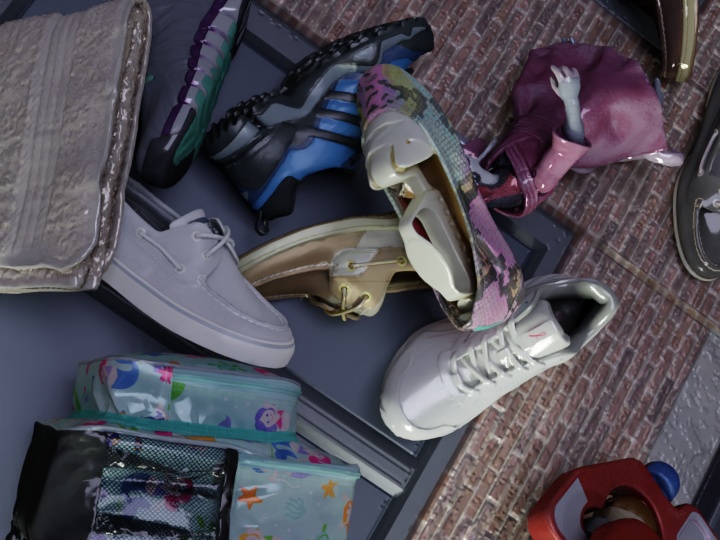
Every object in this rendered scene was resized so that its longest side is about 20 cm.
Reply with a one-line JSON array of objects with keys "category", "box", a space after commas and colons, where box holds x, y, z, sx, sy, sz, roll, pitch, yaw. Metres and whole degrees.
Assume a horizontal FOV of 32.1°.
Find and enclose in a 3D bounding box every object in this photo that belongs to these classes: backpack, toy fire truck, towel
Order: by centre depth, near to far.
[{"category": "backpack", "box": [-0.102, 0.130, 0.783, 0.200, 0.177, 0.151, 17, 79, -18]}, {"category": "towel", "box": [-0.207, -0.081, 0.825, 0.034, 0.132, 0.200, 29, 63, -56]}, {"category": "toy fire truck", "box": [0.208, 0.226, 0.912, 0.200, 0.112, 0.168, 55, 45, -2]}]

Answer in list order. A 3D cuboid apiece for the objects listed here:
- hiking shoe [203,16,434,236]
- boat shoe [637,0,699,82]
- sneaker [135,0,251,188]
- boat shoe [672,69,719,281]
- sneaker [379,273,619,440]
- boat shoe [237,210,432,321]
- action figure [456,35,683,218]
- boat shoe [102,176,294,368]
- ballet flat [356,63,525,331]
[{"category": "hiking shoe", "box": [-0.020, -0.115, 0.925, 0.200, 0.074, 0.087, -36, 109, -17]}, {"category": "boat shoe", "box": [0.239, -0.253, 1.039, 0.072, 0.072, 0.200, -5, 91, 11]}, {"category": "sneaker", "box": [-0.140, -0.140, 0.872, 0.087, 0.074, 0.200, 17, 49, -3]}, {"category": "boat shoe", "box": [0.305, -0.091, 1.024, 0.067, 0.057, 0.200, 20, 73, -13]}, {"category": "sneaker", "box": [0.102, 0.053, 0.904, 0.200, 0.099, 0.078, -33, 90, -21]}, {"category": "boat shoe", "box": [0.000, 0.000, 0.896, 0.200, 0.074, 0.067, -13, 78, -20]}, {"category": "action figure", "box": [0.133, -0.091, 0.948, 0.200, 0.134, 0.149, -46, 122, -30]}, {"category": "boat shoe", "box": [-0.120, -0.010, 0.833, 0.200, 0.072, 0.069, 35, 106, 18]}, {"category": "ballet flat", "box": [0.044, -0.049, 0.856, 0.071, 0.069, 0.200, -26, 89, -49]}]
